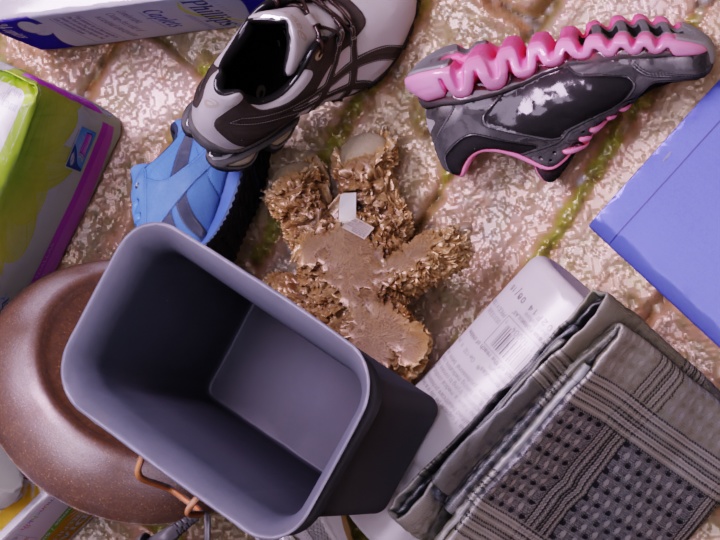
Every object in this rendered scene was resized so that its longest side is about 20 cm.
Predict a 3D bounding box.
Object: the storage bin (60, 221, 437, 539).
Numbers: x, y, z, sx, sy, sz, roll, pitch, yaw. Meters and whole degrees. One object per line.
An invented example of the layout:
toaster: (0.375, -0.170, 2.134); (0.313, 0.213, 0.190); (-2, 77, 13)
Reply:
storage bin: (-0.059, 0.080, 1.588); (0.200, 0.134, 0.146); (32, 98, 30)

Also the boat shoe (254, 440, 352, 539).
boat shoe: (-0.030, 0.205, 1.673); (0.069, 0.071, 0.200); (-26, 88, -26)

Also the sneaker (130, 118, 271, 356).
sneaker: (-0.121, -0.023, 1.717); (0.078, 0.066, 0.200); (9, 50, 12)

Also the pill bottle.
pill bottle: (0.086, 0.099, 1.648); (0.114, 0.114, 0.200); (44, 97, 17)

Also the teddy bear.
teddy bear: (0.000, 0.000, 1.711); (0.145, 0.067, 0.200); (-34, 58, 0)

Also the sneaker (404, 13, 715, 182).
sneaker: (0.132, -0.107, 1.693); (0.200, 0.079, 0.096); (-9, 102, 17)

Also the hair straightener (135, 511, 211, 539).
hair straightener: (-0.143, 0.214, 1.704); (0.077, 0.041, 0.200); (31, 129, -18)

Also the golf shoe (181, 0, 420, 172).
golf shoe: (-0.029, -0.146, 1.702); (0.078, 0.095, 0.200); (40, 67, 11)

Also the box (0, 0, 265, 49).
box: (-0.147, -0.253, 1.771); (0.200, 0.105, 0.184); (-5, 81, 17)

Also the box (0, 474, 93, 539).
box: (-0.255, 0.148, 1.754); (0.200, 0.101, 0.113); (-45, 73, 8)

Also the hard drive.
hard drive: (0.259, -0.010, 1.655); (0.200, 0.025, 0.132); (44, 96, 18)

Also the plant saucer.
plant saucer: (-0.143, 0.068, 1.699); (0.200, 0.037, 0.201); (9, 53, -12)

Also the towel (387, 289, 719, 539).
towel: (0.137, 0.128, 1.597); (0.193, 0.200, 0.035); (-47, 38, 7)

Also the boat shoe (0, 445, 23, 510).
boat shoe: (-0.303, 0.108, 1.693); (0.201, 0.070, 0.072); (32, 110, 19)

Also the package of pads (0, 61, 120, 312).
package of pads: (-0.248, -0.034, 1.748); (0.068, 0.154, 0.200); (25, 91, 19)
